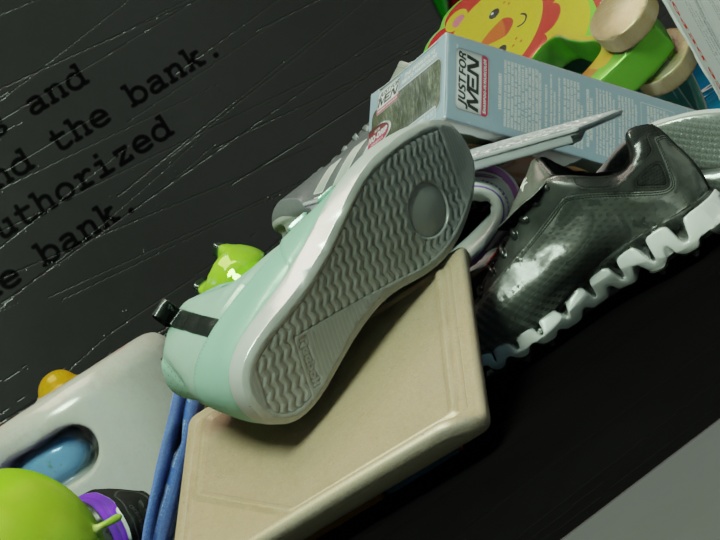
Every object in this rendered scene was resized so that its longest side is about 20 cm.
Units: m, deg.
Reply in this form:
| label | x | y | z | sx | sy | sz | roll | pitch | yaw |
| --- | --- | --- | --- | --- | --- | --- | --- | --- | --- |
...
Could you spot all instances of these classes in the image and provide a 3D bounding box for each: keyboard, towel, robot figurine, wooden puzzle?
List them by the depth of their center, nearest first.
| label | x | y | z | sx | sy | sz | roll | pitch | yaw |
| --- | --- | --- | --- | --- | --- | --- | --- | --- | --- |
| wooden puzzle | -0.014 | 0.082 | 0.926 | 0.184 | 0.037 | 0.200 | -32 | 19 | 15 |
| robot figurine | -0.224 | 0.185 | 1.043 | 0.199 | 0.116 | 0.175 | -31 | -5 | 32 |
| keyboard | 0.056 | -0.064 | 1.062 | 0.199 | 0.011 | 0.056 | -13 | 13 | 38 |
| towel | -0.108 | 0.106 | 1.138 | 0.200 | 0.024 | 0.148 | -67 | -10 | -89 |

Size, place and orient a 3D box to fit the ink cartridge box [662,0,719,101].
| label | x | y | z | sx | sy | sz | roll | pitch | yaw |
| --- | --- | --- | --- | --- | --- | --- | --- | --- | --- |
| ink cartridge box | 0.252 | -0.147 | 1.078 | 0.085 | 0.147 | 0.200 | -31 | 3 | 3 |

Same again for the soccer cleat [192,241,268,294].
| label | x | y | z | sx | sy | sz | roll | pitch | yaw |
| --- | --- | --- | --- | --- | --- | --- | --- | --- | --- |
| soccer cleat | -0.040 | 0.023 | 1.260 | 0.068 | 0.081 | 0.200 | -65 | -23 | 7 |

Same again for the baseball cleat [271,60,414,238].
| label | x | y | z | sx | sy | sz | roll | pitch | yaw |
| --- | --- | --- | --- | --- | --- | --- | --- | --- | --- |
| baseball cleat | 0.018 | -0.083 | 1.276 | 0.199 | 0.108 | 0.069 | -16 | -18 | 35 |

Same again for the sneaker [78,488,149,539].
| label | x | y | z | sx | sy | sz | roll | pitch | yaw |
| --- | --- | --- | --- | --- | --- | --- | --- | --- | --- |
| sneaker | -0.198 | 0.193 | 1.244 | 0.099 | 0.070 | 0.200 | -25 | -2 | -41 |

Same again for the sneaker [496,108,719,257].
| label | x | y | z | sx | sy | sz | roll | pitch | yaw |
| --- | --- | --- | --- | --- | --- | --- | --- | --- | --- |
| sneaker | 0.166 | -0.043 | 1.077 | 0.200 | 0.071 | 0.080 | -32 | 0 | 39 |

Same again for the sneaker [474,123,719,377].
| label | x | y | z | sx | sy | sz | roll | pitch | yaw |
| --- | --- | --- | --- | --- | --- | --- | --- | --- | --- |
| sneaker | 0.103 | -0.012 | 1.010 | 0.199 | 0.091 | 0.066 | -33 | 1 | 13 |

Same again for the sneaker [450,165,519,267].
| label | x | y | z | sx | sy | sz | roll | pitch | yaw |
| --- | --- | --- | --- | --- | --- | --- | --- | --- | --- |
| sneaker | 0.000 | -0.001 | 1.073 | 0.200 | 0.073 | 0.114 | -34 | 4 | 13 |

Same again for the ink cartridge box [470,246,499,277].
| label | x | y | z | sx | sy | sz | roll | pitch | yaw |
| --- | --- | --- | --- | --- | --- | --- | --- | --- | --- |
| ink cartridge box | 0.016 | 0.060 | 1.220 | 0.199 | 0.051 | 0.109 | -32 | 2 | 11 |

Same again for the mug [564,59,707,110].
| label | x | y | z | sx | sy | sz | roll | pitch | yaw |
| --- | --- | --- | --- | --- | --- | --- | --- | --- | --- |
| mug | 0.187 | -0.110 | 1.343 | 0.114 | 0.152 | 0.186 | -29 | 37 | 21 |

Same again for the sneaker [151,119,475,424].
| label | x | y | z | sx | sy | sz | roll | pitch | yaw |
| --- | --- | --- | --- | --- | --- | --- | --- | --- | --- |
| sneaker | -0.030 | -0.007 | 0.978 | 0.118 | 0.074 | 0.201 | 2 | 46 | 53 |

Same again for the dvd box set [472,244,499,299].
| label | x | y | z | sx | sy | sz | roll | pitch | yaw |
| --- | --- | --- | --- | --- | --- | --- | --- | --- | --- |
| dvd box set | 0.063 | 0.000 | 1.328 | 0.145 | 0.030 | 0.200 | -29 | -14 | -9 |

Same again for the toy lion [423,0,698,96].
| label | x | y | z | sx | sy | sz | roll | pitch | yaw |
| --- | --- | --- | --- | --- | --- | --- | --- | --- | --- |
| toy lion | 0.121 | -0.154 | 1.275 | 0.191 | 0.069 | 0.201 | -39 | 34 | 19 |

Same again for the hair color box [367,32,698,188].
| label | x | y | z | sx | sy | sz | roll | pitch | yaw |
| --- | --- | --- | --- | --- | --- | --- | --- | --- | --- |
| hair color box | 0.113 | -0.078 | 1.152 | 0.198 | 0.061 | 0.099 | 14 | -25 | -25 |

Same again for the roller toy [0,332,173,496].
| label | x | y | z | sx | sy | sz | roll | pitch | yaw |
| --- | --- | --- | --- | --- | --- | --- | --- | --- | --- |
| roller toy | -0.194 | 0.135 | 1.376 | 0.199 | 0.140 | 0.182 | -33 | 3 | -29 |
